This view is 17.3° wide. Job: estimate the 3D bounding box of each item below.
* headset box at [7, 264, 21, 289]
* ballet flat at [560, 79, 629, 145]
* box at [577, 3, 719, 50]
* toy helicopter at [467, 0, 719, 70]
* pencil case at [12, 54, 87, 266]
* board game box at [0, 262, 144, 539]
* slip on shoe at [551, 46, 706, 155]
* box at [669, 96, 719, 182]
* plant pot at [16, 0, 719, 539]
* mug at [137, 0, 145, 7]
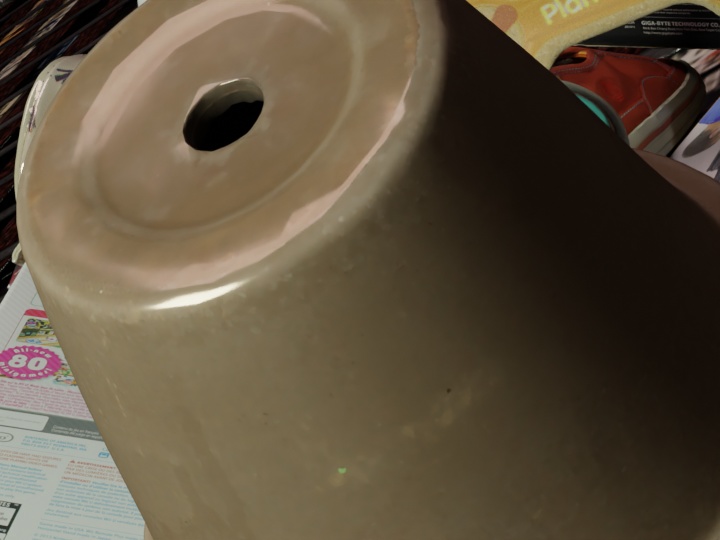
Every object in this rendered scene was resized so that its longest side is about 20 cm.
[{"bbox_3d":[-0.101,-0.028,1.262,0.149,0.075,0.200,-34,16,10],"label":"headset box"},{"bbox_3d":[0.044,0.037,0.734,0.064,0.067,0.200,105,180,-67],"label":"ballet flat"},{"bbox_3d":[0.110,-0.176,0.863,0.200,0.199,0.050,4,36,26],"label":"box"},{"bbox_3d":[0.106,-0.117,0.776,0.200,0.132,0.079,-23,20,21],"label":"toy helicopter"},{"bbox_3d":[-0.036,-0.025,0.923,0.200,0.090,0.078,12,1,19],"label":"pencil case"},{"bbox_3d":[-0.065,0.068,0.786,0.147,0.064,0.200,9,28,5],"label":"board game box"},{"bbox_3d":[0.088,-0.059,0.907,0.074,0.061,0.200,-48,-2,16],"label":"slip on shoe"},{"bbox_3d":[0.140,-0.024,0.780,0.200,0.042,0.119,-46,17,-34],"label":"box"},{"bbox_3d":[0.005,0.017,0.588,0.200,0.175,0.200,-18,46,20],"label":"plant pot"},{"bbox_3d":[-0.026,-0.074,1.037,0.200,0.175,0.148,-23,21,43],"label":"mug"}]
